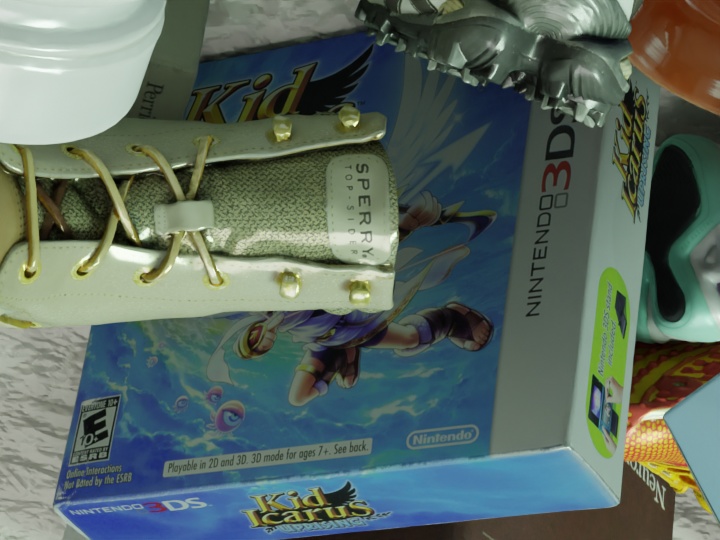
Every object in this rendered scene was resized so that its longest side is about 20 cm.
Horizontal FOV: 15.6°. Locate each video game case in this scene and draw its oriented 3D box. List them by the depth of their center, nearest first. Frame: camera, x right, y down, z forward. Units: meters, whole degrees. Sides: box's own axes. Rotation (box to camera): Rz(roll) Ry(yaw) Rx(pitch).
[{"bbox_3d":[0.000,0.000,0.907,0.199,0.182,0.045,-9,145,27],"label":"video game case"}]

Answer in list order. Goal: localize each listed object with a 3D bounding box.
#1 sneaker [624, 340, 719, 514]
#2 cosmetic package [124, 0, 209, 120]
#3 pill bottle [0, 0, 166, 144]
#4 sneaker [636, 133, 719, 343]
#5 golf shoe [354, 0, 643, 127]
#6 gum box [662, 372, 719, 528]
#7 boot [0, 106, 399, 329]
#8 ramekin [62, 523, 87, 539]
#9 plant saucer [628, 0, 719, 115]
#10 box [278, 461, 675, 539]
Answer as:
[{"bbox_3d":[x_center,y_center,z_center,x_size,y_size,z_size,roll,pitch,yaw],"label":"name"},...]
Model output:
[{"bbox_3d":[0.137,0.059,0.988,0.073,0.078,0.199,13,-172,33],"label":"sneaker"},{"bbox_3d":[-0.154,-0.083,0.886,0.198,0.088,0.104,12,135,-7],"label":"cosmetic package"},{"bbox_3d":[-0.079,-0.142,0.682,0.113,0.115,0.201,15,122,-10],"label":"pill bottle"},{"bbox_3d":[0.180,0.002,0.937,0.139,0.078,0.199,16,172,-33],"label":"sneaker"},{"bbox_3d":[0.053,-0.100,0.809,0.077,0.095,0.200,16,-175,-13],"label":"golf shoe"},{"bbox_3d":[0.209,0.000,0.744,0.169,0.045,0.200,-9,155,-46],"label":"gum box"},{"bbox_3d":[-0.066,-0.017,0.770,0.153,0.073,0.200,0,180,5],"label":"boot"},{"bbox_3d":[-0.045,0.131,1.227,0.199,0.098,0.201,6,150,4],"label":"ramekin"},{"bbox_3d":[0.178,-0.081,0.832,0.199,0.033,0.200,10,165,3],"label":"plant saucer"},{"bbox_3d":[0.017,0.077,1.016,0.163,0.201,0.166,-10,145,29],"label":"box"}]
